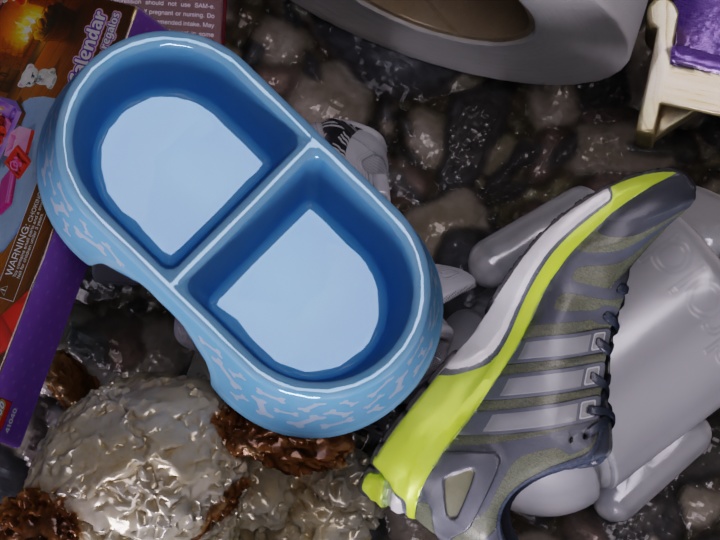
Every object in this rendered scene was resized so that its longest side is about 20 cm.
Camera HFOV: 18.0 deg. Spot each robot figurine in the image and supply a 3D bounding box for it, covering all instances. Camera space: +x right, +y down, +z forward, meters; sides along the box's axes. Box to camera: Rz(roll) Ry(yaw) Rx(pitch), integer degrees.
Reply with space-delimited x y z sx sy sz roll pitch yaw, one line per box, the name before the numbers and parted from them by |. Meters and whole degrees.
robot figurine | 0.112 0.041 1.098 0.200 0.113 0.170 -36 113 -12

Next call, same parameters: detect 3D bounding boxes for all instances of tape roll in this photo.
tape roll | 0.043 -0.161 1.078 0.201 0.202 0.071 20 78 -4

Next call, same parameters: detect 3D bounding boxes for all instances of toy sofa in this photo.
toy sofa | 0.234 -0.092 1.099 0.199 0.083 0.098 12 90 7

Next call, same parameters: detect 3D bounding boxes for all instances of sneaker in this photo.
sneaker | 0.000 0.000 1.061 0.114 0.200 0.075 25 120 10
sneaker | 0.089 0.042 1.003 0.081 0.074 0.200 38 98 11

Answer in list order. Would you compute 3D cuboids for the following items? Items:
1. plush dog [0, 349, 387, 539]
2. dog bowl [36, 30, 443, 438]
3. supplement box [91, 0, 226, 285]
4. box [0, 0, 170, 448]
plush dog | -0.096 0.094 1.030 0.199 0.172 0.161 -30 85 -11
dog bowl | -0.050 -0.020 0.956 0.200 0.050 0.111 44 79 5
supplement box | -0.096 -0.099 1.096 0.061 0.109 0.201 2 81 -6
box | -0.181 -0.035 1.025 0.136 0.039 0.201 15 81 27
